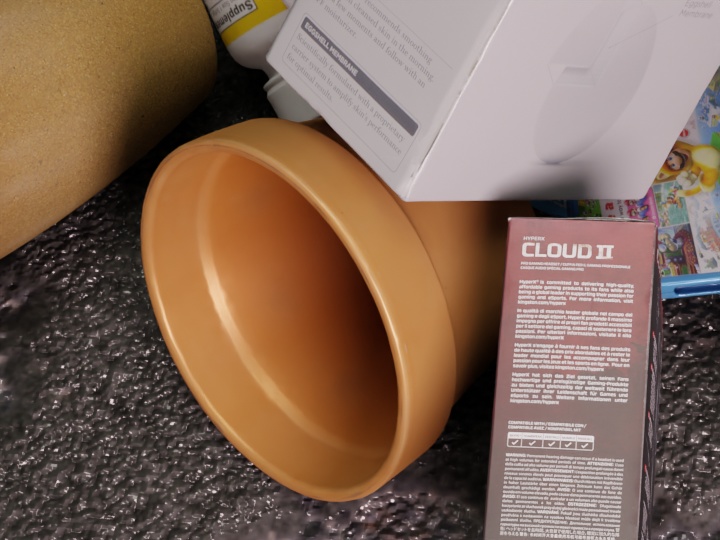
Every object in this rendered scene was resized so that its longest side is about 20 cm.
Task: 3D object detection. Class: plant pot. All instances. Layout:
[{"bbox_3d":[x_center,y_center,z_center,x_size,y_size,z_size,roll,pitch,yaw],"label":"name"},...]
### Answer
[{"bbox_3d":[-0.188,-0.110,1.392,0.199,0.187,0.186,-24,52,-27],"label":"plant pot"},{"bbox_3d":[0.000,0.000,1.272,0.140,0.201,0.200,-29,52,-36],"label":"plant pot"}]

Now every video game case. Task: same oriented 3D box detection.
[{"bbox_3d":[0.208,-0.054,1.294,0.198,0.018,0.144,-6,58,8],"label":"video game case"}]

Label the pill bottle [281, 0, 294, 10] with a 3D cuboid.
[{"bbox_3d":[0.040,-0.211,1.335,0.112,0.113,0.200,27,43,25],"label":"pill bottle"}]

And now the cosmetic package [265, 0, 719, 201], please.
[{"bbox_3d":[0.093,-0.150,1.200,0.199,0.201,0.123,-2,40,-48],"label":"cosmetic package"}]

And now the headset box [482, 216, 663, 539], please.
[{"bbox_3d":[0.106,0.077,1.184,0.077,0.149,0.201,2,67,8],"label":"headset box"}]

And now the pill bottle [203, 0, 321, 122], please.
[{"bbox_3d":[-0.044,-0.188,1.409,0.114,0.114,0.201,-27,91,-14],"label":"pill bottle"}]

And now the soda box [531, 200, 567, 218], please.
[{"bbox_3d":[0.169,-0.047,1.350,0.199,0.068,0.064,27,64,25],"label":"soda box"}]
